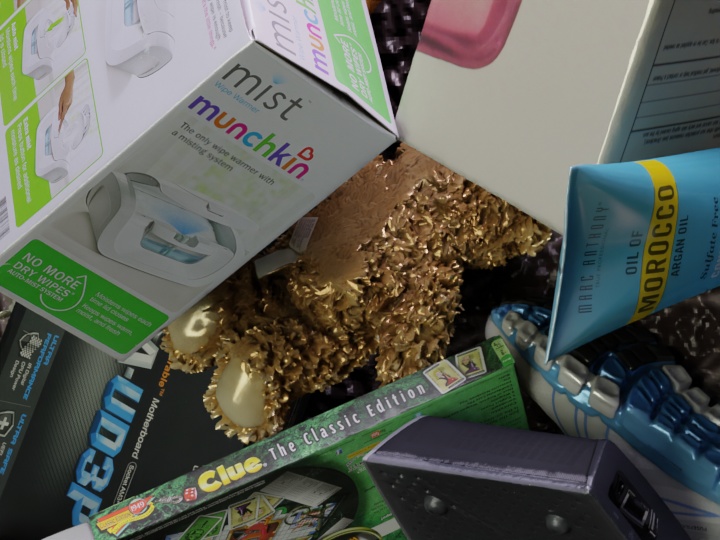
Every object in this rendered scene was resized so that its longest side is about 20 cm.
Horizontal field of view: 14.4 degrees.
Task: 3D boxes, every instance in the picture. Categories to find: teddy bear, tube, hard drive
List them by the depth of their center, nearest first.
[{"bbox_3d":[0.131,-0.018,1.149,0.050,0.200,0.078,12,107,35],"label":"tube"},{"bbox_3d":[0.097,0.138,1.258,0.134,0.042,0.200,5,142,39],"label":"hard drive"},{"bbox_3d":[0.000,0.000,1.315,0.145,0.067,0.200,29,71,40],"label":"teddy bear"}]

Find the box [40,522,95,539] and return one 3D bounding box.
[{"bbox_3d":[-0.097,0.235,1.310,0.201,0.041,0.156,77,171,-50],"label":"box"}]

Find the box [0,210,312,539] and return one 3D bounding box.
[{"bbox_3d":[-0.105,0.059,1.388,0.158,0.046,0.201,10,70,30],"label":"box"}]

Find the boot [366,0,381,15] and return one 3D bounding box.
[{"bbox_3d":[-0.062,-0.113,1.386,0.144,0.071,0.201,-53,32,1],"label":"boot"}]

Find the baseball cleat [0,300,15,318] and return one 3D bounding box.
[{"bbox_3d":[-0.109,0.081,1.461,0.106,0.070,0.201,-27,72,8],"label":"baseball cleat"}]

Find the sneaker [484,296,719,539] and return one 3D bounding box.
[{"bbox_3d":[0.126,0.089,1.280,0.200,0.075,0.087,38,124,25],"label":"sneaker"}]

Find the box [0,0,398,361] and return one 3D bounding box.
[{"bbox_3d":[-0.090,-0.098,1.264,0.176,0.097,0.201,-38,41,24],"label":"box"}]

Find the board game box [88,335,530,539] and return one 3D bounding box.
[{"bbox_3d":[-0.016,0.106,1.277,0.105,0.199,0.024,74,170,-47],"label":"board game box"}]

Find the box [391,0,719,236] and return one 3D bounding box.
[{"bbox_3d":[0.113,-0.129,1.188,0.109,0.128,0.201,31,115,30],"label":"box"}]
